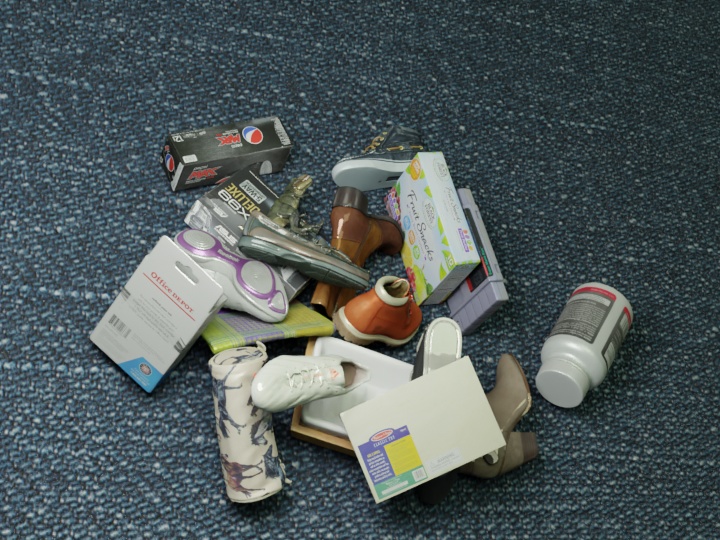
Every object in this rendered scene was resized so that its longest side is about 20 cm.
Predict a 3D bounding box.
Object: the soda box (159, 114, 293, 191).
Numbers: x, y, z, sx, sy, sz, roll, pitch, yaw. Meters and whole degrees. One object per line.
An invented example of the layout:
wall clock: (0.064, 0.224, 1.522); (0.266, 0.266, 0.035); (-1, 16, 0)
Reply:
soda box: (-0.208, -0.183, 1.767); (0.198, 0.071, 0.064); (-14, 64, -32)

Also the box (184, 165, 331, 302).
box: (-0.146, -0.052, 1.707); (0.200, 0.050, 0.158); (43, 33, 3)

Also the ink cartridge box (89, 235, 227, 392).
ink cartridge box: (-0.261, 0.050, 1.523); (0.116, 0.200, 0.067); (42, 24, 3)

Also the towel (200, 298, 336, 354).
towel: (-0.146, 0.077, 1.626); (0.198, 0.023, 0.143); (-7, 21, -30)

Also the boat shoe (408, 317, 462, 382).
boat shoe: (0.100, 0.168, 1.611); (0.073, 0.060, 0.203); (8, 78, -8)

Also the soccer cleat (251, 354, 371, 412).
soccer cleat: (-0.065, 0.143, 1.501); (0.199, 0.077, 0.070); (-8, 94, -54)

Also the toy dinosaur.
toy dinosaur: (-0.104, -0.079, 1.693); (0.087, 0.048, 0.200); (28, 33, 8)

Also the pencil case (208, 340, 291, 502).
pencil case: (-0.149, 0.201, 1.513); (0.089, 0.077, 0.203); (-14, 100, -42)

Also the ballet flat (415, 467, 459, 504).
ballet flat: (0.120, 0.237, 1.645); (0.072, 0.073, 0.202); (22, 76, -12)

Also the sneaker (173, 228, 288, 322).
sneaker: (-0.187, 0.021, 1.632); (0.199, 0.100, 0.075); (34, 41, 16)

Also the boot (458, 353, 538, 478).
boot: (0.187, 0.219, 1.729); (0.144, 0.071, 0.202); (-1, 55, -17)

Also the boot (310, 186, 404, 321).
boot: (0.000, 0.000, 1.744); (0.068, 0.188, 0.203); (2, 68, 24)

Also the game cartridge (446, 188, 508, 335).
game cartridge: (0.165, -0.015, 1.813); (0.038, 0.130, 0.202); (-5, 63, -27)

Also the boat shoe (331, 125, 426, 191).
boat shoe: (0.028, -0.189, 1.892); (0.198, 0.071, 0.092); (-4, 62, -35)

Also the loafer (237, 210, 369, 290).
loafer: (-0.074, -0.030, 1.612); (0.198, 0.072, 0.064); (19, 73, -14)

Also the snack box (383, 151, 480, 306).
snack box: (0.111, -0.066, 1.808); (0.052, 0.142, 0.202); (-4, 63, -29)

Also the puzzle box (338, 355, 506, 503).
puzzle box: (0.084, 0.217, 1.557); (0.198, 0.025, 0.134); (-23, 86, -4)

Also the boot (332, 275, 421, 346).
boot: (0.053, 0.056, 1.703); (0.075, 0.107, 0.199); (53, 24, 19)

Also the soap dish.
soap dish: (-0.002, 0.195, 1.640); (0.198, 0.081, 0.159); (20, 55, -14)

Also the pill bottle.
pill bottle: (0.358, 0.123, 1.836); (0.110, 0.111, 0.201); (38, 53, 0)
